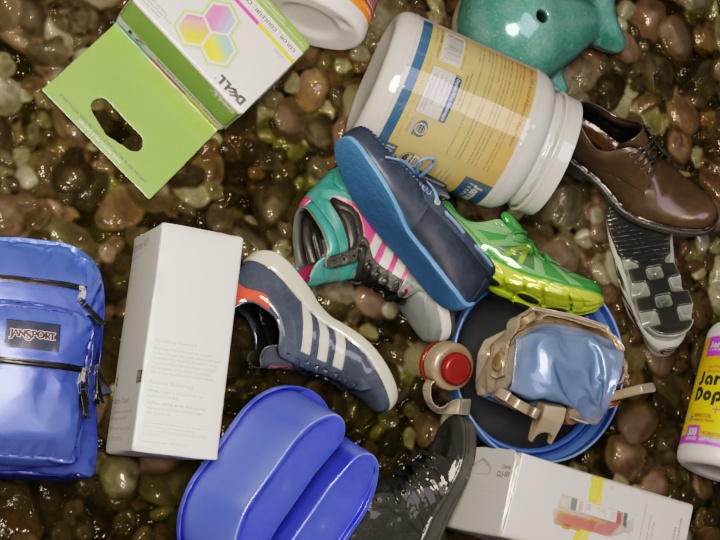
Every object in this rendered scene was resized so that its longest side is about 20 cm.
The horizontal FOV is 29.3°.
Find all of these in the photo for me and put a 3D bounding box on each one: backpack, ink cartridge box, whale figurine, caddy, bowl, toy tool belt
[{"bbox_3d":[-0.285,0.070,1.151,0.162,0.168,0.201,9,76,-28],"label":"backpack"},{"bbox_3d":[-0.169,-0.189,1.279,0.148,0.076,0.200,46,68,-11],"label":"ink cartridge box"},{"bbox_3d":[0.195,-0.254,1.425,0.199,0.104,0.160,-11,87,-22],"label":"whale figurine"},{"bbox_3d":[-0.079,0.202,1.250,0.200,0.105,0.142,-53,131,-20],"label":"caddy"},{"bbox_3d":[0.176,0.096,1.408,0.199,0.039,0.202,3,81,-23],"label":"bowl"},{"bbox_3d":[0.169,0.098,1.305,0.199,0.123,0.126,6,92,-25],"label":"toy tool belt"},{"bbox_3d":[0.195,0.239,1.340,0.199,0.145,0.084,20,77,-19],"label":"ink cartridge box"}]

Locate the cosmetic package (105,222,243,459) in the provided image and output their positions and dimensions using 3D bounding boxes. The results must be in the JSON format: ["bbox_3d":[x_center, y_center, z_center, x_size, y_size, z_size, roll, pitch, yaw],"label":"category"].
[{"bbox_3d":[-0.166,0.066,1.229,0.081,0.113,0.201,8,78,-22],"label":"cosmetic package"}]

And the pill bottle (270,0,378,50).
[{"bbox_3d":[-0.018,-0.328,1.340,0.114,0.114,0.201,24,74,-18],"label":"pill bottle"}]

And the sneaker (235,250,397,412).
[{"bbox_3d":[-0.054,0.077,1.291,0.200,0.075,0.085,44,62,-9],"label":"sneaker"}]

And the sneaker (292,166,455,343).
[{"bbox_3d":[0.000,0.000,1.320,0.120,0.084,0.201,-29,87,-28],"label":"sneaker"}]

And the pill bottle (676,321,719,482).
[{"bbox_3d":[0.410,0.123,1.467,0.104,0.104,0.201,23,74,-19],"label":"pill bottle"}]

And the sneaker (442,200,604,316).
[{"bbox_3d":[0.152,-0.014,1.353,0.199,0.074,0.084,23,68,-3],"label":"sneaker"}]

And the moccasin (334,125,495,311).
[{"bbox_3d":[0.051,-0.055,1.288,0.068,0.080,0.200,-42,107,-24],"label":"moccasin"}]

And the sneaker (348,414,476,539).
[{"bbox_3d":[0.033,0.220,1.318,0.104,0.060,0.201,24,82,-21],"label":"sneaker"}]

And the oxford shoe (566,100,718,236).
[{"bbox_3d":[0.288,-0.105,1.423,0.199,0.085,0.073,32,60,4],"label":"oxford shoe"}]

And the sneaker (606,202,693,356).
[{"bbox_3d":[0.301,0.000,1.464,0.074,0.089,0.201,-5,61,2],"label":"sneaker"}]

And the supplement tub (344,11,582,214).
[{"bbox_3d":[0.099,-0.148,1.337,0.199,0.145,0.145,23,75,-9],"label":"supplement tub"}]
